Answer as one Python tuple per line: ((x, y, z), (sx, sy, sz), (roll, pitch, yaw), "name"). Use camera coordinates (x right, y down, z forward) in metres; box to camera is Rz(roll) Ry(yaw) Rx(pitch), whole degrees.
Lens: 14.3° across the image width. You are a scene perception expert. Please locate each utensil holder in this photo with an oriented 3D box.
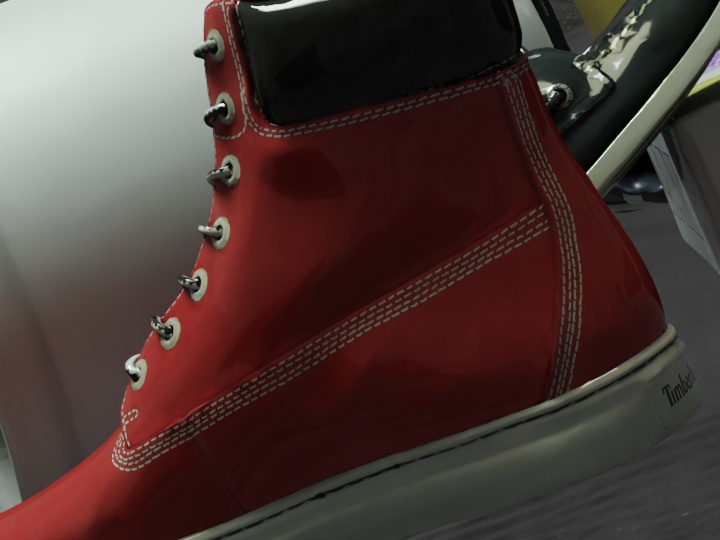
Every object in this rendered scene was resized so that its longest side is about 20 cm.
((-0.050, -0.019, 0.890), (0.200, 0.170, 0.170), (-24, 4, -19), "utensil holder")

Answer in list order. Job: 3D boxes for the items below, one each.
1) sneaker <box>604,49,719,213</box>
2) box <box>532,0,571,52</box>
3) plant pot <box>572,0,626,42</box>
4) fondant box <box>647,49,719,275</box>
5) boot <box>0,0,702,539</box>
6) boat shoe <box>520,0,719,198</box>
((0.157, -0.082, 1.082), (0.199, 0.080, 0.130), (-24, 6, 8), "sneaker")
((0.046, -0.119, 1.672), (0.104, 0.148, 0.200), (-23, 3, 20), "box")
((0.214, -0.226, 1.827), (0.195, 0.195, 0.200), (-26, -3, -20), "plant pot")
((0.161, -0.055, 0.877), (0.144, 0.058, 0.200), (-25, 3, 3), "fondant box")
((-0.035, 0.003, 0.689), (0.200, 0.145, 0.072), (-24, 6, 22), "boot")
((0.033, -0.031, 0.789), (0.199, 0.066, 0.075), (-50, 0, -16), "boat shoe")
